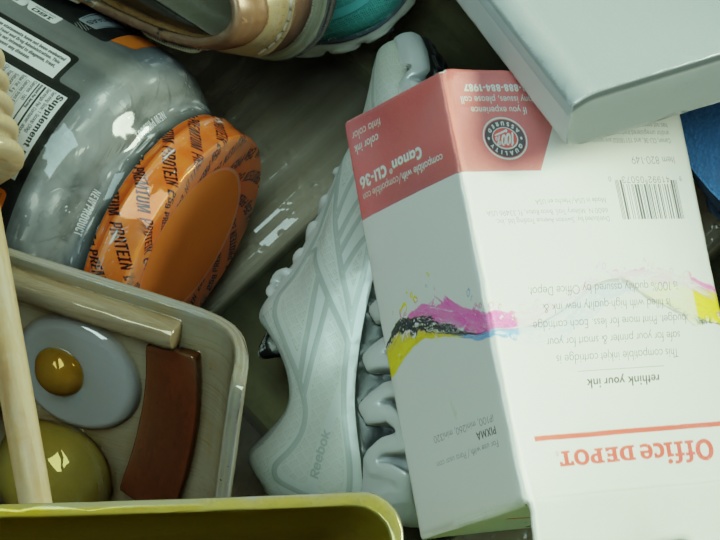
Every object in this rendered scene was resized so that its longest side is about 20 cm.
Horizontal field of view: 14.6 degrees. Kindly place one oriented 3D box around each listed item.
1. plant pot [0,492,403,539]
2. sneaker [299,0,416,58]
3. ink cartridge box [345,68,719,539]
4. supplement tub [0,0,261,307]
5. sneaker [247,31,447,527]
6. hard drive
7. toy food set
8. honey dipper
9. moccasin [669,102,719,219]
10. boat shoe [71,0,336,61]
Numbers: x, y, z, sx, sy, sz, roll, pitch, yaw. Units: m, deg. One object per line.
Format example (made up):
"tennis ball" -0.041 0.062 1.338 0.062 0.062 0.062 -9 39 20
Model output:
"plant pot" -0.092 0.193 0.946 0.199 0.176 0.201 -1 74 -10
"sneaker" -0.066 -0.152 1.155 0.199 0.080 0.078 28 77 16
"ink cartridge box" 0.073 0.032 1.037 0.116 0.067 0.201 -1 75 -36
"supplement tub" -0.146 -0.057 1.115 0.199 0.123 0.123 31 79 17
"sneaker" 0.000 0.000 1.101 0.081 0.075 0.201 -2 69 21
"hard drive" 0.086 -0.136 1.067 0.131 0.027 0.200 -18 51 -21
"toy food set" -0.138 0.069 1.059 0.199 0.144 0.060 17 33 14
"honey dipper" -0.128 0.013 1.000 0.038 0.038 0.201 -15 68 4
"moccasin" 0.168 -0.027 1.081 0.080 0.068 0.201 -27 68 8
"boat shoe" -0.103 -0.141 1.096 0.199 0.072 0.076 26 113 23
